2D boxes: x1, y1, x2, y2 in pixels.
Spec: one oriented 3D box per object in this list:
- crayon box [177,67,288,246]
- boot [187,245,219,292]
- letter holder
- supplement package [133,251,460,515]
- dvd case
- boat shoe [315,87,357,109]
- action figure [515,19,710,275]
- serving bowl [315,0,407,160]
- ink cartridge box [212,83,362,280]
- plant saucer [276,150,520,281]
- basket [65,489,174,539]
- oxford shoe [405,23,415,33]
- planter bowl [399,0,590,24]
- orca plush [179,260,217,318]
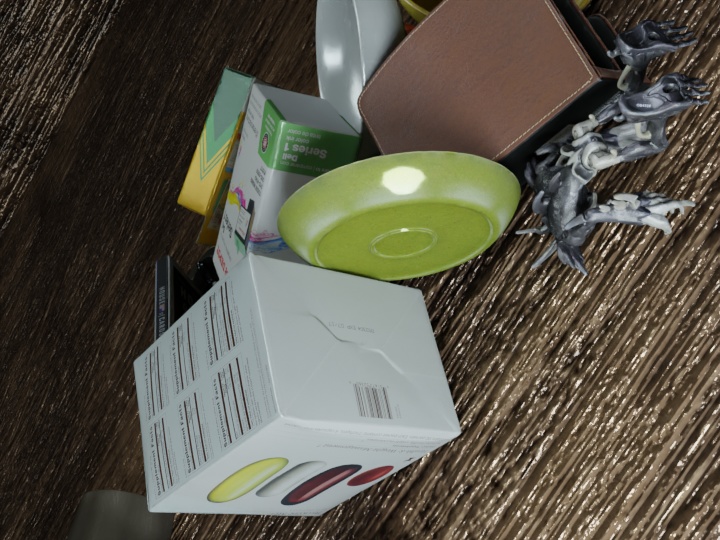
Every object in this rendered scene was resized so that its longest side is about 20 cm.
[{"bbox_3d":[-0.141,-0.128,1.109,0.052,0.126,0.200,25,98,29],"label":"crayon box"},{"bbox_3d":[-0.184,-0.007,1.253,0.200,0.077,0.138,-39,20,47],"label":"boot"},{"bbox_3d":[0.111,-0.153,0.787,0.200,0.101,0.142,-40,72,36],"label":"letter holder"},{"bbox_3d":[-0.061,0.110,0.804,0.200,0.191,0.147,-39,52,38],"label":"supplement package"},{"bbox_3d":[-0.192,0.096,1.092,0.025,0.150,0.200,-25,41,11],"label":"dvd case"},{"bbox_3d":[-0.009,-0.189,1.074,0.072,0.076,0.200,-56,23,-12],"label":"boat shoe"},{"bbox_3d":[0.186,-0.075,0.676,0.200,0.102,0.119,111,155,-52],"label":"action figure"},{"bbox_3d":[0.007,-0.205,0.917,0.200,0.066,0.200,173,90,-77],"label":"serving bowl"},{"bbox_3d":[-0.078,-0.064,0.915,0.145,0.084,0.200,-124,46,-61],"label":"ink cartridge box"},{"bbox_3d":[0.033,-0.034,0.752,0.200,0.200,0.031,-31,58,43],"label":"plant saucer"},{"bbox_3d":[-0.292,0.366,1.061,0.180,0.136,0.200,-28,42,41],"label":"basket"},{"bbox_3d":[0.054,-0.239,1.050,0.200,0.071,0.073,-127,50,-65],"label":"oxford shoe"},{"bbox_3d":[0.117,-0.260,0.891,0.084,0.200,0.201,95,175,-52],"label":"planter bowl"},{"bbox_3d":[-0.172,0.042,1.063,0.200,0.071,0.105,57,134,53],"label":"orca plush"}]
